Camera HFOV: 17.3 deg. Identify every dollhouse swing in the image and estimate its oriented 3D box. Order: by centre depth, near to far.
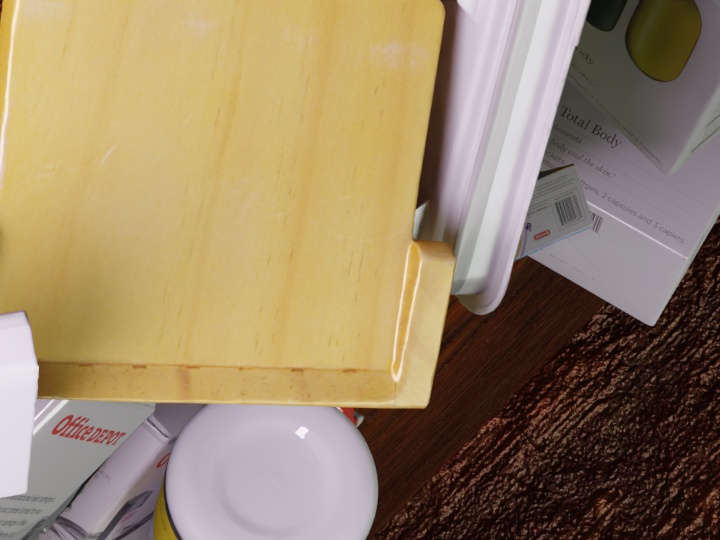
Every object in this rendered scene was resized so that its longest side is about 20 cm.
[{"bbox_3d":[-0.081,-0.035,0.925,0.199,0.177,0.182,2,177,-25],"label":"dollhouse swing"}]

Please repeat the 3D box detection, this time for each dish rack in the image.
[{"bbox_3d":[0.024,-0.098,0.965,0.043,0.172,0.201,-7,130,-25],"label":"dish rack"}]

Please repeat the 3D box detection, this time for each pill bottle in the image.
[{"bbox_3d":[-0.060,0.148,1.293,0.112,0.112,0.200,-40,167,-24],"label":"pill bottle"}]

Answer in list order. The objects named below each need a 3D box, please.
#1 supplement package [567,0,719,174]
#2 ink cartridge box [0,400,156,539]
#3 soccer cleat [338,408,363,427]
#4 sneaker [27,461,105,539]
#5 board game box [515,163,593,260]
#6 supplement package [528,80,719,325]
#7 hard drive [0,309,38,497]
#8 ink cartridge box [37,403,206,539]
[{"bbox_3d":[0.184,-0.185,1.274,0.151,0.152,0.200,-41,169,-19],"label":"supplement package"},{"bbox_3d":[-0.203,0.099,1.083,0.200,0.084,0.144,-44,169,2],"label":"ink cartridge box"},{"bbox_3d":[-0.056,0.039,1.280,0.085,0.068,0.201,-39,133,-30],"label":"soccer cleat"},{"bbox_3d":[-0.182,0.125,1.225,0.200,0.075,0.115,-37,148,5],"label":"sneaker"},{"bbox_3d":[0.000,0.000,1.177,0.200,0.034,0.134,-23,-173,-38],"label":"board game box"},{"bbox_3d":[0.176,-0.103,1.488,0.200,0.151,0.151,-58,173,-15],"label":"supplement package"},{"bbox_3d":[-0.211,0.062,0.795,0.199,0.026,0.132,-9,159,-14],"label":"hard drive"},{"bbox_3d":[-0.157,0.118,1.339,0.200,0.085,0.146,-52,169,22],"label":"ink cartridge box"}]
